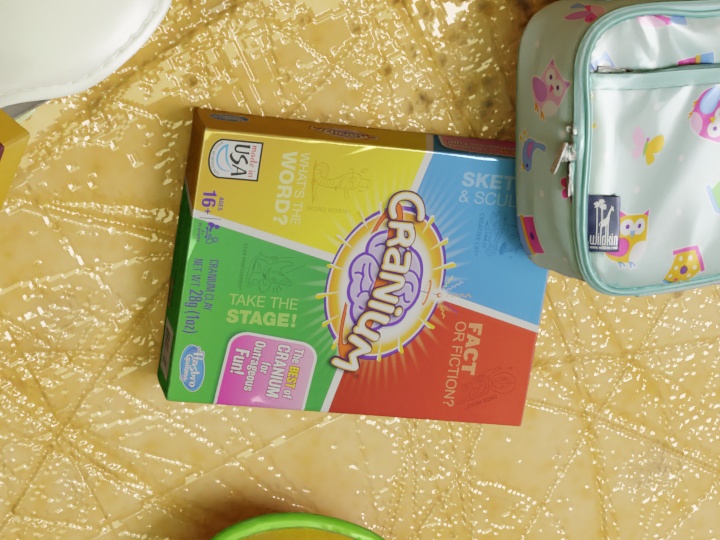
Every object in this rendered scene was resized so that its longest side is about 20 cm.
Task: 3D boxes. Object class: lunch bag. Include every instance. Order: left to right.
[{"bbox_3d":[0.175,-0.076,1.427,0.199,0.077,0.161,-8,110,-28],"label":"lunch bag"}]

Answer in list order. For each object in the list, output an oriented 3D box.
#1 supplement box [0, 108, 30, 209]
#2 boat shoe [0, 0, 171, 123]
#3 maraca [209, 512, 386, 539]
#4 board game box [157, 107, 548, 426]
[{"bbox_3d":[-0.299,-0.039,1.239,0.197,0.200,0.133,39,128,14],"label":"supplement box"},{"bbox_3d":[-0.187,-0.106,1.372,0.201,0.060,0.072,-31,100,-2],"label":"boat shoe"},{"bbox_3d":[-0.013,0.206,1.489,0.199,0.107,0.137,29,108,-19],"label":"maraca"},{"bbox_3d":[0.000,0.000,1.457,0.199,0.040,0.154,4,107,-14],"label":"board game box"}]
